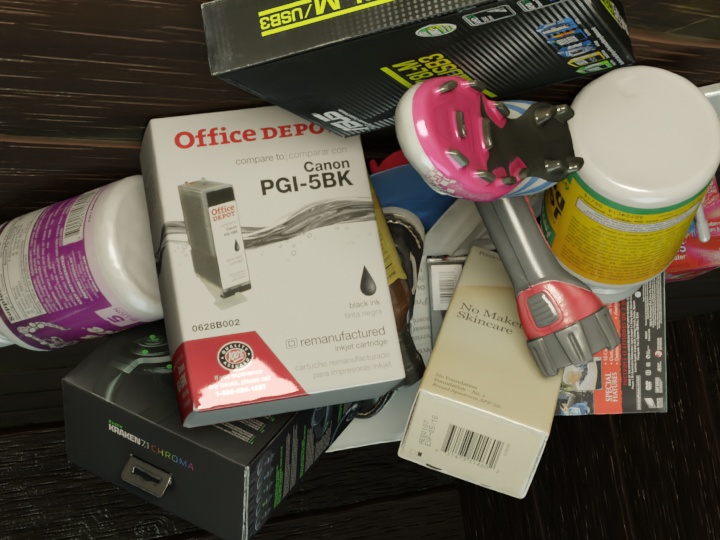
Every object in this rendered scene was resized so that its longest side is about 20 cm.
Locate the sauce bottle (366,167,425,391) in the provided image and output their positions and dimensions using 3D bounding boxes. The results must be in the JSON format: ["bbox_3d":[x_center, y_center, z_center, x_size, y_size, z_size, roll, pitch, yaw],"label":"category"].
[{"bbox_3d":[0.000,0.000,1.147,0.065,0.200,0.065,-16,-155,8],"label":"sauce bottle"}]

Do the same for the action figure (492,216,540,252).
[{"bbox_3d":[0.185,-0.073,1.317,0.200,0.070,0.130,-27,159,24],"label":"action figure"}]

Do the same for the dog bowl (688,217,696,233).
[{"bbox_3d":[0.211,-0.019,1.322,0.200,0.050,0.111,-35,164,33],"label":"dog bowl"}]

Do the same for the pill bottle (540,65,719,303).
[{"bbox_3d":[0.195,-0.055,1.118,0.112,0.113,0.200,-9,155,-6],"label":"pill bottle"}]

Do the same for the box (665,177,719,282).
[{"bbox_3d":[0.275,-0.035,1.558,0.199,0.100,0.095,-8,172,-18],"label":"box"}]

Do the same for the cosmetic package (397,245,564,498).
[{"bbox_3d":[0.105,0.074,1.156,0.103,0.073,0.200,18,-143,4],"label":"cosmetic package"}]

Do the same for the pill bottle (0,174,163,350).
[{"bbox_3d":[-0.228,0.002,1.170,0.200,0.113,0.112,-16,170,35],"label":"pill bottle"}]

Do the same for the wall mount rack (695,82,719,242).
[{"bbox_3d":[0.317,-0.097,1.192,0.199,0.075,0.174,-12,157,16],"label":"wall mount rack"}]

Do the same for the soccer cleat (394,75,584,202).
[{"bbox_3d":[0.059,-0.067,0.871,0.086,0.070,0.200,-14,173,30],"label":"soccer cleat"}]

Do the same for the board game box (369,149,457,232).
[{"bbox_3d":[0.042,-0.075,1.235,0.158,0.039,0.200,-4,162,-30],"label":"board game box"}]

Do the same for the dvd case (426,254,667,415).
[{"bbox_3d":[0.159,0.054,1.268,0.199,0.146,0.022,-3,-166,5],"label":"dvd case"}]

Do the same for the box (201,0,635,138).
[{"bbox_3d":[0.040,-0.130,0.827,0.193,0.048,0.200,-14,171,17],"label":"box"}]

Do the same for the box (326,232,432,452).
[{"bbox_3d":[-0.014,0.056,1.392,0.199,0.172,0.199,-10,-167,4],"label":"box"}]

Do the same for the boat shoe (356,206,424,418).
[{"bbox_3d":[0.012,0.046,1.237,0.074,0.200,0.060,16,-151,1],"label":"boat shoe"}]

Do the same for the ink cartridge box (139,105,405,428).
[{"bbox_3d":[-0.063,-0.007,1.009,0.146,0.201,0.083,-8,168,-13],"label":"ink cartridge box"}]

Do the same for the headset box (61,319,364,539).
[{"bbox_3d":[-0.116,0.104,1.184,0.174,0.093,0.200,22,-139,20],"label":"headset box"}]

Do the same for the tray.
[{"bbox_3d":[0.131,-0.066,1.207,0.107,0.022,0.200,-11,155,-36],"label":"tray"}]

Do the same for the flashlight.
[{"bbox_3d":[0.121,-0.025,1.087,0.068,0.200,0.068,-24,178,-19],"label":"flashlight"}]
